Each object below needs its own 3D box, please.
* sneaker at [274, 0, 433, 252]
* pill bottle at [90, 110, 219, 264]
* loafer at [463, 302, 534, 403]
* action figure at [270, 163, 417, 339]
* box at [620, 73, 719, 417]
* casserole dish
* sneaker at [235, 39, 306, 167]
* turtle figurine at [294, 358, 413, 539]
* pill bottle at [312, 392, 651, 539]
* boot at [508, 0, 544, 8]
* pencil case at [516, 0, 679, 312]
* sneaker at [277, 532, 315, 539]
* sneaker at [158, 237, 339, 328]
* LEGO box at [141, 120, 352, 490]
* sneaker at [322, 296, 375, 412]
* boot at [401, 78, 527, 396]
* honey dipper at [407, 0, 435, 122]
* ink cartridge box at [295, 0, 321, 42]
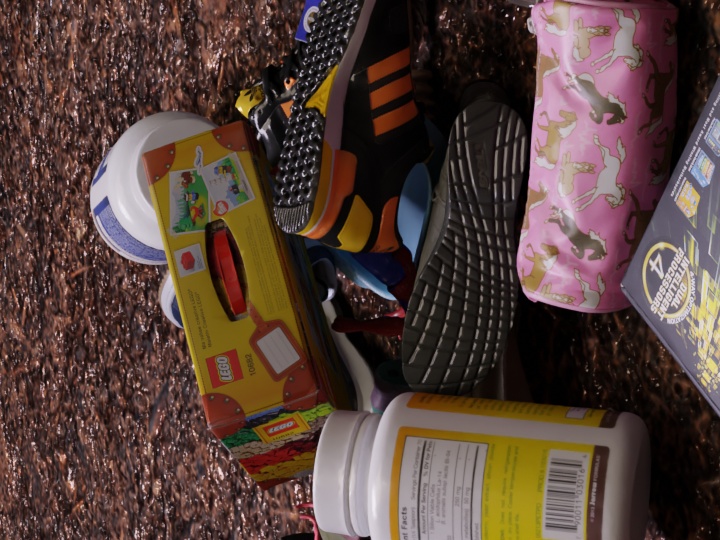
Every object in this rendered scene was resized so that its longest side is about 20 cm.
[{"bbox_3d":[0.009,-0.108,1.382,0.070,0.090,0.201,-11,62,61],"label":"sneaker"},{"bbox_3d":[-0.153,-0.067,1.714,0.200,0.110,0.112,161,101,-76],"label":"pill bottle"},{"bbox_3d":[0.098,0.112,1.423,0.076,0.067,0.201,42,-130,-79],"label":"loafer"},{"bbox_3d":[0.000,0.000,1.469,0.099,0.065,0.200,-29,110,37],"label":"action figure"},{"bbox_3d":[0.235,-0.012,1.185,0.161,0.049,0.201,55,139,34],"label":"box"},{"bbox_3d":[0.011,-0.063,1.504,0.121,0.039,0.200,42,149,19],"label":"casserole dish"},{"bbox_3d":[-0.043,-0.132,1.568,0.070,0.089,0.201,-100,21,-51],"label":"sneaker"},{"bbox_3d":[0.019,0.166,1.517,0.150,0.100,0.201,58,149,37],"label":"turtle figurine"},{"bbox_3d":[0.076,0.134,1.329,0.199,0.109,0.110,5,104,16],"label":"pill bottle"},{"bbox_3d":[0.094,-0.247,1.365,0.200,0.070,0.147,23,109,55],"label":"boot"},{"bbox_3d":[0.142,-0.072,1.295,0.086,0.082,0.201,26,118,54],"label":"pencil case"},{"bbox_3d":[-0.008,0.279,1.630,0.200,0.070,0.098,34,124,54],"label":"sneaker"},{"bbox_3d":[-0.084,0.014,1.613,0.109,0.070,0.200,48,145,13],"label":"sneaker"},{"bbox_3d":[-0.071,0.026,1.429,0.149,0.077,0.201,62,-169,-65],"label":"LEGO box"},{"bbox_3d":[-0.070,0.063,1.631,0.201,0.115,0.076,-129,43,-56],"label":"sneaker"},{"bbox_3d":[0.074,-0.022,1.398,0.131,0.067,0.201,-73,-5,-82],"label":"boot"},{"bbox_3d":[0.028,-0.193,1.507,0.038,0.038,0.201,-4,91,59],"label":"honey dipper"},{"bbox_3d":[0.000,-0.251,1.484,0.095,0.037,0.201,24,102,48],"label":"ink cartridge box"}]
